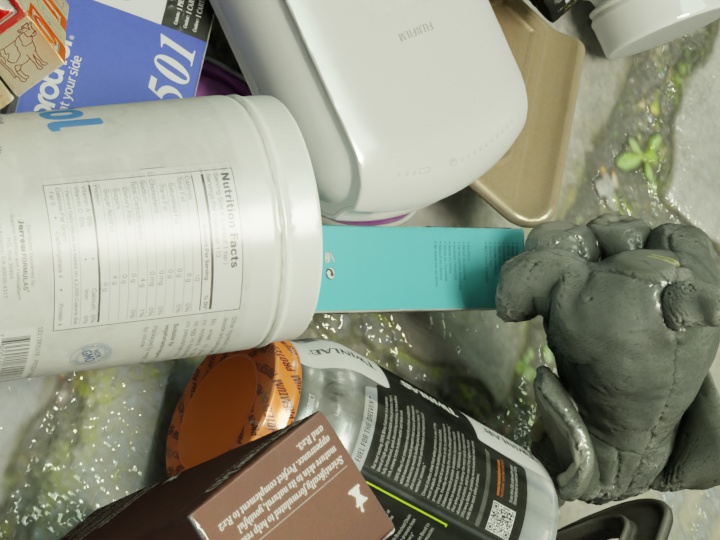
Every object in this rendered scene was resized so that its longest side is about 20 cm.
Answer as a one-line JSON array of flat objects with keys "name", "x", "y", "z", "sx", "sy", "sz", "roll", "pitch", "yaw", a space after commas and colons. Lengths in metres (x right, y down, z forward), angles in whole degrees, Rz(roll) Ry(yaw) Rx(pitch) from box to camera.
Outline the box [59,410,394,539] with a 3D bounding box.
[{"name": "box", "x": -0.088, "y": 0.144, "z": 1.072, "sx": 0.100, "sy": 0.200, "sz": 0.075, "roll": -36, "pitch": 98, "yaw": -44}]

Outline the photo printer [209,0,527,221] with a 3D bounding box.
[{"name": "photo printer", "x": 0.005, "y": -0.132, "z": 1.265, "sx": 0.166, "sy": 0.069, "sz": 0.201, "roll": -25, "pitch": 92, "yaw": -43}]

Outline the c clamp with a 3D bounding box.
[{"name": "c clamp", "x": 0.095, "y": 0.192, "z": 1.273, "sx": 0.027, "sy": 0.170, "sz": 0.200, "roll": 59, "pitch": 32, "yaw": -11}]

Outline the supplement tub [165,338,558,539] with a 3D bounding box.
[{"name": "supplement tub", "x": 0.000, "y": 0.116, "z": 1.218, "sx": 0.200, "sy": 0.122, "sz": 0.123, "roll": 31, "pitch": 55, "yaw": -30}]

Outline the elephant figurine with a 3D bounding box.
[{"name": "elephant figurine", "x": 0.149, "y": 0.078, "z": 1.281, "sx": 0.155, "sy": 0.141, "sz": 0.201, "roll": -45, "pitch": 138, "yaw": -64}]

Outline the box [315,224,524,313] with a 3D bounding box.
[{"name": "box", "x": 0.000, "y": 0.000, "z": 1.281, "sx": 0.199, "sy": 0.082, "sz": 0.049, "roll": 0, "pitch": 88, "yaw": -45}]

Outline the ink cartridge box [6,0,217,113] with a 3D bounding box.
[{"name": "ink cartridge box", "x": -0.131, "y": -0.139, "z": 1.241, "sx": 0.094, "sy": 0.044, "sz": 0.201, "roll": 19, "pitch": 60, "yaw": -15}]

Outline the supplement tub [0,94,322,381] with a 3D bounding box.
[{"name": "supplement tub", "x": -0.132, "y": -0.016, "z": 1.109, "sx": 0.199, "sy": 0.132, "sz": 0.133, "roll": -7, "pitch": 77, "yaw": -22}]

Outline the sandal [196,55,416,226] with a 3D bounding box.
[{"name": "sandal", "x": -0.032, "y": -0.073, "z": 1.315, "sx": 0.202, "sy": 0.050, "sz": 0.083, "roll": 17, "pitch": 63, "yaw": -36}]

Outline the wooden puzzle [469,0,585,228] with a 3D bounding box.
[{"name": "wooden puzzle", "x": 0.046, "y": -0.136, "z": 1.403, "sx": 0.200, "sy": 0.046, "sz": 0.186, "roll": 36, "pitch": 42, "yaw": -20}]

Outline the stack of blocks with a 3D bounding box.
[{"name": "stack of blocks", "x": -0.201, "y": -0.157, "z": 1.111, "sx": 0.115, "sy": 0.058, "sz": 0.200, "roll": 53, "pitch": 7, "yaw": -21}]

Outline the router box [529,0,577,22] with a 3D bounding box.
[{"name": "router box", "x": 0.065, "y": -0.246, "z": 1.381, "sx": 0.200, "sy": 0.051, "sz": 0.149, "roll": 47, "pitch": 5, "yaw": 4}]

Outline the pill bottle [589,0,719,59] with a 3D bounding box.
[{"name": "pill bottle", "x": 0.176, "y": -0.255, "z": 1.532, "sx": 0.114, "sy": 0.114, "sz": 0.201, "roll": -17, "pitch": 85, "yaw": -44}]
